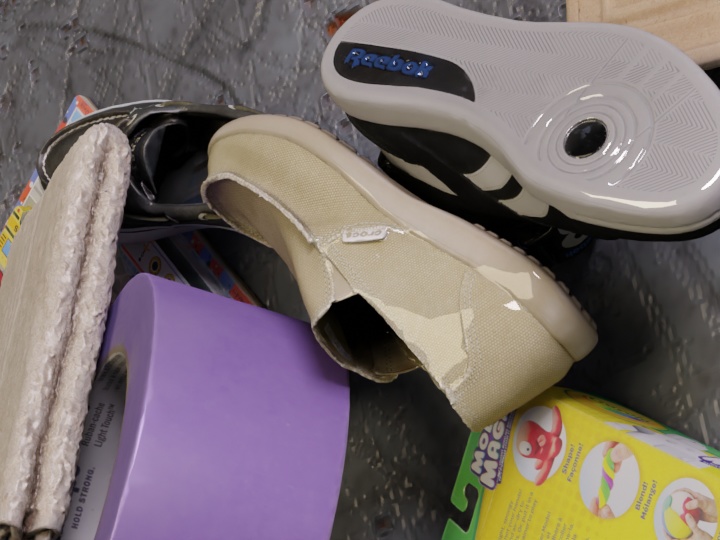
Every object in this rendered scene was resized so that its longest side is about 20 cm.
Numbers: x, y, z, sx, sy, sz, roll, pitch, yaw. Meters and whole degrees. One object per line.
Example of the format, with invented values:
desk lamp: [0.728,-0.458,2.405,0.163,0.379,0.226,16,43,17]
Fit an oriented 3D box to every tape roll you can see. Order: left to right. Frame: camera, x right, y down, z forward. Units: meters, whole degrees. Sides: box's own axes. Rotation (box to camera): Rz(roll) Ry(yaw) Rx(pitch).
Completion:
tape roll: [-0.079,0.108,1.078,0.200,0.085,0.200,-163,90,-77]

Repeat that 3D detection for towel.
towel: [-0.140,0.046,1.145,0.133,0.034,0.200,136,147,-59]

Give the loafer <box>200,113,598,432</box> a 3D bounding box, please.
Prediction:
loafer: [0.000,0.000,1.023,0.200,0.076,0.068,28,74,41]

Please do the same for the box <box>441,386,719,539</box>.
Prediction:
box: [0.106,0.120,0.973,0.200,0.048,0.118,25,102,44]

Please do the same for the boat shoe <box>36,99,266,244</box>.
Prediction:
boat shoe: [-0.083,-0.050,1.183,0.200,0.057,0.069,5,74,43]

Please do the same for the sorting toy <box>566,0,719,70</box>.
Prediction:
sorting toy: [0.151,-0.171,0.992,0.185,0.036,0.201,-12,70,45]

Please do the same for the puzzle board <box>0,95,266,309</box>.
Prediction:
puzzle board: [-0.125,0.030,1.253,0.200,0.017,0.151,48,117,39]

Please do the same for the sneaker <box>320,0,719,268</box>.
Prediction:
sneaker: [0.083,-0.037,0.987,0.200,0.112,0.073,26,71,44]
